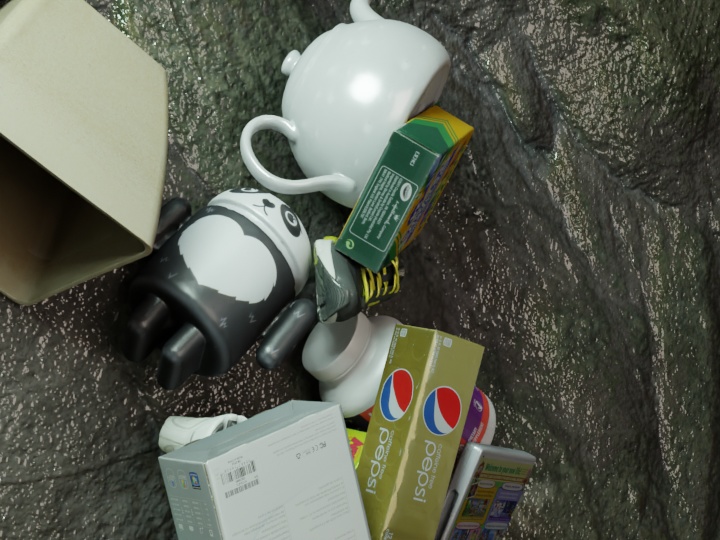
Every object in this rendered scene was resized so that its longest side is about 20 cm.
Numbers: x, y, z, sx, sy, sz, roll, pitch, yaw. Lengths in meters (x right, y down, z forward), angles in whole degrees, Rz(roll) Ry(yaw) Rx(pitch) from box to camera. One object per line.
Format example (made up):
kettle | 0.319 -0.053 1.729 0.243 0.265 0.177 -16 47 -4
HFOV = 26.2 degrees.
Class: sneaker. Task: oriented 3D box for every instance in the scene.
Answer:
sneaker | -0.109 0.172 1.446 0.200 0.080 0.076 33 68 -53
sneaker | 0.000 0.000 1.468 0.083 0.200 0.076 -3 102 2

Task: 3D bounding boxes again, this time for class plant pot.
plant pot | -0.270 -0.117 1.274 0.199 0.199 0.179 39 53 -29

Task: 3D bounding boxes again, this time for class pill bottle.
pill bottle | 0.037 0.122 1.538 0.200 0.112 0.113 40 63 -29

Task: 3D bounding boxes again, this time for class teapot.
teapot | -0.014 -0.165 1.504 0.145 0.200 0.199 30 99 5

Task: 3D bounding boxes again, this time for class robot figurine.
robot figurine | -0.130 0.013 1.406 0.200 0.124 0.151 -47 119 -31

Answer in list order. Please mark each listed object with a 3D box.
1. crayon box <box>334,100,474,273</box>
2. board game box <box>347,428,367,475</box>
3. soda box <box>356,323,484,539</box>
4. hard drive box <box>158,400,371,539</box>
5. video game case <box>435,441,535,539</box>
crayon box | 0.048 -0.084 1.472 0.051 0.127 0.200 30 20 6
board game box | 0.017 0.259 1.522 0.102 0.047 0.201 -56 133 -27
soda box | 0.049 0.157 1.441 0.063 0.067 0.203 18 83 -33
hard drive box | -0.073 0.233 1.342 0.155 0.076 0.203 -18 100 -39
video game case | 0.108 0.263 1.548 0.184 0.022 0.200 -67 156 0
